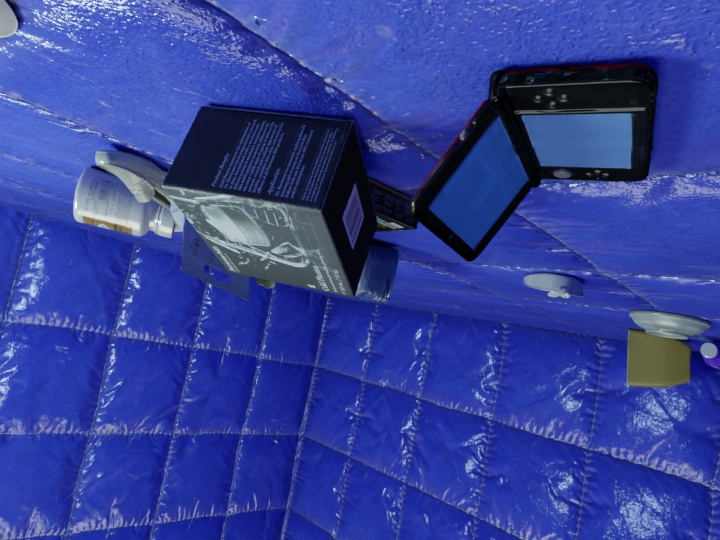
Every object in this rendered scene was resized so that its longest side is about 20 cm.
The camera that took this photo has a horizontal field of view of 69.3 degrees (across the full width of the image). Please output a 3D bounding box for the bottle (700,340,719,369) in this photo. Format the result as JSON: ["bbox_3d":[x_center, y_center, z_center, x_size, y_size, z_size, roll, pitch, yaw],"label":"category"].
[{"bbox_3d":[1.160,0.273,1.700,0.197,0.086,0.064,17,172,-43],"label":"bottle"}]

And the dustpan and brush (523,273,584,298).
[{"bbox_3d":[0.441,0.040,1.159,0.135,0.059,0.200,11,173,10],"label":"dustpan and brush"}]

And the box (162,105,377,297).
[{"bbox_3d":[-0.095,-0.079,0.639,0.191,0.127,0.201,11,154,17],"label":"box"}]

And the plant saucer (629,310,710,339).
[{"bbox_3d":[0.847,0.154,1.436,0.194,0.052,0.200,11,173,1],"label":"plant saucer"}]

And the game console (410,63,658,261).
[{"bbox_3d":[0.161,-0.075,0.465,0.168,0.122,0.199,8,173,29],"label":"game console"}]

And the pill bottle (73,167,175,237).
[{"bbox_3d":[-0.495,-0.138,1.118,0.195,0.118,0.114,14,173,-18],"label":"pill bottle"}]

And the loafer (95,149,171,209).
[{"bbox_3d":[-0.391,-0.160,0.946,0.068,0.072,0.199,8,172,28],"label":"loafer"}]

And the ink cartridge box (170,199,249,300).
[{"bbox_3d":[-0.265,-0.060,0.933,0.056,0.206,0.162,-15,152,30],"label":"ink cartridge box"}]

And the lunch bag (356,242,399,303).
[{"bbox_3d":[0.000,0.000,1.286,0.129,0.140,0.200,13,174,-15],"label":"lunch bag"}]

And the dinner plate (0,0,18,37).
[{"bbox_3d":[-0.407,-0.251,0.443,0.194,0.025,0.200,12,174,1],"label":"dinner plate"}]

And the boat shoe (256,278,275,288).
[{"bbox_3d":[-0.550,0.066,3.107,0.067,0.077,0.198,9,-176,-36],"label":"boat shoe"}]

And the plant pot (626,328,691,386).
[{"bbox_3d":[1.084,0.329,1.886,0.195,0.201,0.194,1,169,33],"label":"plant pot"}]

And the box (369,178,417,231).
[{"bbox_3d":[-0.027,-0.110,0.817,0.197,0.051,0.158,18,169,-38],"label":"box"}]

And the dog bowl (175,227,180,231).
[{"bbox_3d":[-0.536,-0.151,1.332,0.194,0.060,0.200,11,172,1],"label":"dog bowl"}]
